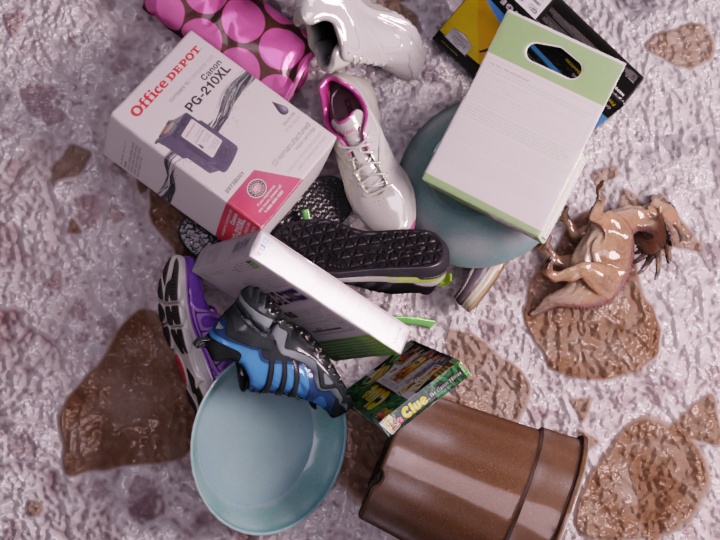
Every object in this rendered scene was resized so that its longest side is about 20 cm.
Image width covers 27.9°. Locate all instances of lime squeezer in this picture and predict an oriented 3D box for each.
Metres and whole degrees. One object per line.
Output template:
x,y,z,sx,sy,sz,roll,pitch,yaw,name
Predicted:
-0.010,0.022,1.591,0.200,0.038,0.071,41,101,-16,lime squeezer

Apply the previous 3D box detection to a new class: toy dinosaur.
0.279,-0.013,1.622,0.135,0.086,0.201,34,89,-12,toy dinosaur

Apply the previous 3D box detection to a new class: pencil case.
-0.137,-0.269,1.576,0.200,0.091,0.094,37,78,-7,pencil case

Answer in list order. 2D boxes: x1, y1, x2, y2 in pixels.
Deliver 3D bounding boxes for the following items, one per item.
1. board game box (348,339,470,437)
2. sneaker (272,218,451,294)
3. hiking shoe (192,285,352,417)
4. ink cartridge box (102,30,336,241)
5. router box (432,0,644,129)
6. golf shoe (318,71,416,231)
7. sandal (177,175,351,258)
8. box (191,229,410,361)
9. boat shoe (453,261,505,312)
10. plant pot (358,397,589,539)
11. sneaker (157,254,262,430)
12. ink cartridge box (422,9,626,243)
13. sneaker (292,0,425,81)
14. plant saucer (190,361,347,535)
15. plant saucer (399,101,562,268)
0.043,0.121,1.522,0.105,0.200,0.024,-40,100,-8,board game box
0.000,0.000,1.546,0.198,0.083,0.072,6,57,-1,sneaker
-0.087,0.098,1.504,0.087,0.074,0.200,-40,126,4,hiking shoe
-0.151,-0.134,1.535,0.200,0.084,0.145,36,61,3,ink cartridge box
0.192,-0.232,1.582,0.200,0.149,0.051,43,62,-3,router box
0.000,-0.123,1.566,0.075,0.091,0.201,-25,78,11,golf shoe
-0.105,-0.050,1.593,0.199,0.048,0.076,-14,88,-21,sandal
-0.063,0.030,1.513,0.200,0.144,0.036,35,68,-23,box
0.150,-0.050,1.613,0.065,0.072,0.201,29,83,3,boat shoe
0.114,0.231,1.541,0.197,0.200,0.201,23,84,3,plant pot
-0.162,0.076,1.571,0.083,0.081,0.201,-21,100,-24,sneaker
0.173,-0.150,1.515,0.145,0.048,0.201,28,91,17,ink cartridge box
-0.009,-0.248,1.563,0.200,0.078,0.100,34,72,-40,sneaker
-0.104,0.180,1.549,0.199,0.036,0.202,-3,94,-37,plant saucer
0.128,-0.104,1.578,0.200,0.039,0.202,-6,72,17,plant saucer
